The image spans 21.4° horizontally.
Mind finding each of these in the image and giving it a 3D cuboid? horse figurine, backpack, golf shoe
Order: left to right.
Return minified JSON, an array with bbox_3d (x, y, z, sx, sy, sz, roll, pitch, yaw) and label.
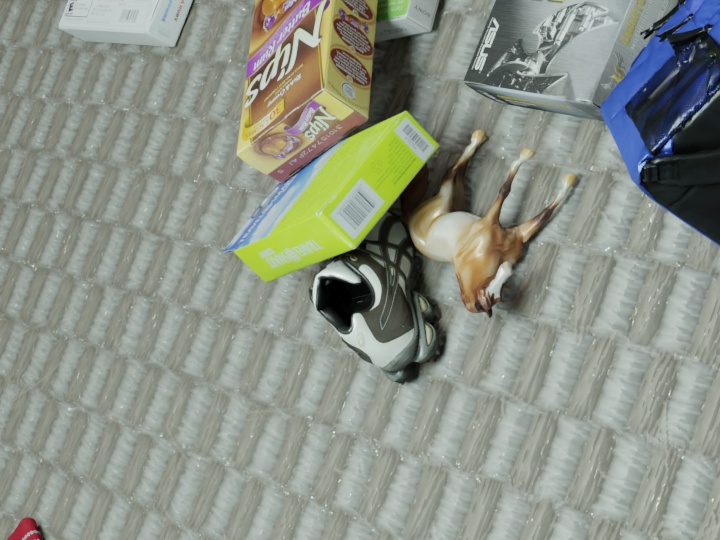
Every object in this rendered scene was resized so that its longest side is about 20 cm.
[{"bbox_3d":[0.000,0.000,1.556,0.078,0.094,0.200,-50,37,20],"label":"golf shoe"},{"bbox_3d":[0.086,-0.044,1.514,0.200,0.050,0.133,31,90,52],"label":"horse figurine"},{"bbox_3d":[0.272,-0.131,1.244,0.200,0.162,0.168,-46,37,24],"label":"backpack"}]

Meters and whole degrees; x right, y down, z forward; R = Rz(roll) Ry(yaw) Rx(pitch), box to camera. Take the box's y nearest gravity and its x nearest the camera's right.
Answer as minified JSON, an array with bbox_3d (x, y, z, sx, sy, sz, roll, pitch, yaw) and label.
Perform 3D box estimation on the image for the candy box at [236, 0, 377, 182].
[{"bbox_3d":[-0.043,-0.187,1.645,0.117,0.056,0.201,-33,40,37],"label":"candy box"}]

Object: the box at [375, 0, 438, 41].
[{"bbox_3d":[0.030,-0.304,1.732,0.144,0.036,0.201,-2,67,50],"label":"box"}]

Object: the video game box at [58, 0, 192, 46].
[{"bbox_3d":[-0.236,-0.336,2.075,0.200,0.047,0.183,13,82,52],"label":"video game box"}]

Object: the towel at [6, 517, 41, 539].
[{"bbox_3d":[-0.330,0.348,1.817,0.145,0.022,0.200,-50,41,15],"label":"towel"}]

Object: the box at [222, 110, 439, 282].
[{"bbox_3d":[-0.028,-0.056,1.562,0.122,0.048,0.200,-51,14,-23],"label":"box"}]

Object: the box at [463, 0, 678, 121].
[{"bbox_3d":[0.180,-0.221,1.501,0.158,0.048,0.201,18,85,54],"label":"box"}]
